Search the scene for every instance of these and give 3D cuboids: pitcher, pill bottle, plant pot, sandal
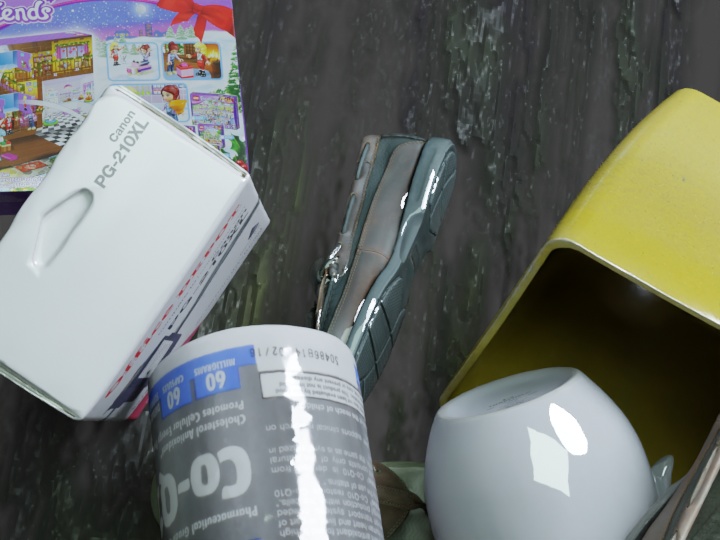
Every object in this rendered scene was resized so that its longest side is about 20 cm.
[{"bbox_3d":[0.132,0.150,0.875,0.171,0.121,0.201,-19,97,-7],"label":"pitcher"},{"bbox_3d":[-0.044,0.139,0.821,0.113,0.114,0.200,-3,62,-13],"label":"pill bottle"},{"bbox_3d":[0.193,0.019,0.939,0.200,0.200,0.177,29,55,1],"label":"plant pot"},{"bbox_3d":[-0.017,0.138,0.911,0.200,0.057,0.080,7,68,-11],"label":"sandal"}]

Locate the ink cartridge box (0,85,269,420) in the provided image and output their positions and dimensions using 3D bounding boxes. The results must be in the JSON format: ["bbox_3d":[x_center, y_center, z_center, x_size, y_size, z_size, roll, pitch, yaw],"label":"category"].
[{"bbox_3d":[-0.124,-0.001,0.848,0.084,0.200,0.145,34,86,2],"label":"ink cartridge box"}]

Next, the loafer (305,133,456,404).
[{"bbox_3d":[0.000,0.000,0.974,0.063,0.072,0.200,15,58,16],"label":"loafer"}]

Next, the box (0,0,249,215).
[{"bbox_3d":[-0.172,-0.104,0.986,0.199,0.039,0.137,-2,70,-12],"label":"box"}]

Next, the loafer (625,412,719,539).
[{"bbox_3d":[0.196,0.094,0.780,0.072,0.063,0.200,33,97,-1],"label":"loafer"}]
